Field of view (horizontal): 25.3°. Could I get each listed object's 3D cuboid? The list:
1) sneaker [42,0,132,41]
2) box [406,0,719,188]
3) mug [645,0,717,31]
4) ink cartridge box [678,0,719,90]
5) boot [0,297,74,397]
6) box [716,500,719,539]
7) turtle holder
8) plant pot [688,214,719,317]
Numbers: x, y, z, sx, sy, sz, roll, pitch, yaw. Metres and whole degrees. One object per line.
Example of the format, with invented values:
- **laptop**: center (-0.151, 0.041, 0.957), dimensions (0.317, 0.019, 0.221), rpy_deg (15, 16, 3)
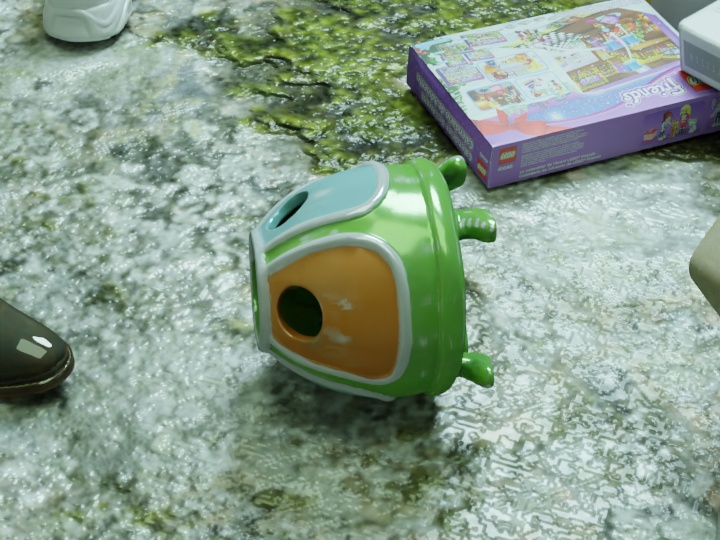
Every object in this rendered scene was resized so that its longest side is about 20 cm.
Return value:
- **sneaker**: center (-0.196, -0.267, 1.256), dimensions (0.078, 0.100, 0.200), rpy_deg (5, 41, 3)
- **box**: center (0.151, -0.134, 1.168), dimensions (0.200, 0.039, 0.137), rpy_deg (-14, 44, -19)
- **mug**: center (0.260, -0.275, 1.248), dimensions (0.186, 0.153, 0.150), rpy_deg (-2, 42, -4)
- **ink cartridge box**: center (0.351, -0.157, 1.103), dimensions (0.176, 0.045, 0.200), rpy_deg (-31, 44, -19)
- **boot**: center (-0.261, 0.006, 0.943), dimensions (0.200, 0.097, 0.075), rpy_deg (18, 44, 18)
- **box**: center (0.197, 0.181, 0.811), dimensions (0.039, 0.042, 0.200), rpy_deg (11, 41, 9)
- **turtle holder**: center (0.001, -0.006, 0.938), dimensions (0.131, 0.141, 0.186), rpy_deg (-5, 43, -7)
- **plant pot**: center (0.303, 0.006, 0.875), dimensions (0.177, 0.200, 0.200), rpy_deg (25, 74, 48)
